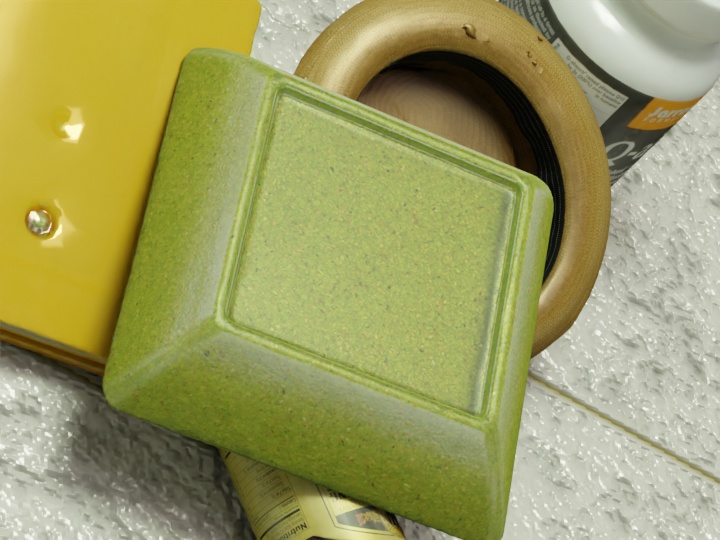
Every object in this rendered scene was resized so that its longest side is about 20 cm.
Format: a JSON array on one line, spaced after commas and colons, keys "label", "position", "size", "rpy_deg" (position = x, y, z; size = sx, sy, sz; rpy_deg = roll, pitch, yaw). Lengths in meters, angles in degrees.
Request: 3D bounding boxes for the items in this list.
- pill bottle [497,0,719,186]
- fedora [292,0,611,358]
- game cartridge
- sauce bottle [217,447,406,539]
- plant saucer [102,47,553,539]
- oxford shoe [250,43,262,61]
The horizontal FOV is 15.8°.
[{"label": "pill bottle", "position": [0.122, -0.113, 1.382], "size": [0.116, 0.200, 0.117], "rpy_deg": [21, 46, -24]}, {"label": "fedora", "position": [0.032, -0.042, 1.313], "size": [0.200, 0.082, 0.202], "rpy_deg": [1, 88, -26]}, {"label": "game cartridge", "position": [-0.143, -0.064, 1.194], "size": [0.176, 0.032, 0.201], "rpy_deg": [22, 67, -26]}, {"label": "sauce bottle", "position": [-0.015, 0.118, 1.179], "size": [0.065, 0.065, 0.201], "rpy_deg": [-8, 66, -43]}, {"label": "plant saucer", "position": [0.000, 0.000, 1.181], "size": [0.199, 0.048, 0.201], "rpy_deg": [22, 56, -16]}, {"label": "oxford shoe", "position": [-0.097, -0.132, 1.324], "size": [0.058, 0.075, 0.201], "rpy_deg": [-22, 65, -9]}]
